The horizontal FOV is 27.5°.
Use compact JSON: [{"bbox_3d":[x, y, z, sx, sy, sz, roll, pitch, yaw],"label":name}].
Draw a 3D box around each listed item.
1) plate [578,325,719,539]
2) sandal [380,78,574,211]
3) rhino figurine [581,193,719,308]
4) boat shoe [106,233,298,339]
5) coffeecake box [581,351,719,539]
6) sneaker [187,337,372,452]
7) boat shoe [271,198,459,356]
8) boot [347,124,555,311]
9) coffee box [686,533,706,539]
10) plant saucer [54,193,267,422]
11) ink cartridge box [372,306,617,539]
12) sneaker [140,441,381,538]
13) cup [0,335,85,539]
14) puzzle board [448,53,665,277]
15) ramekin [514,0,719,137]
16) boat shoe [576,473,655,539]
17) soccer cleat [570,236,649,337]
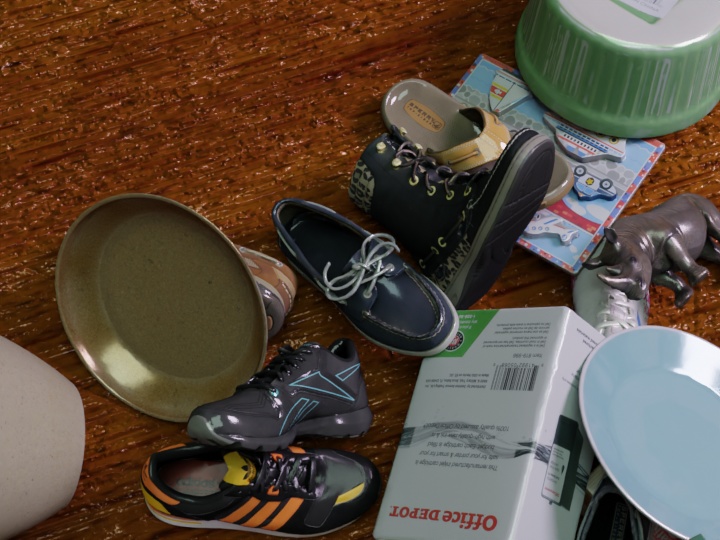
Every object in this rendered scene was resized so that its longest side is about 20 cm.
[{"bbox_3d":[0.253,0.131,1.136,0.197,0.026,0.202,14,47,-15],"label":"plate"},{"bbox_3d":[0.095,-0.115,1.286,0.199,0.054,0.080,36,73,25],"label":"sandal"},{"bbox_3d":[0.253,-0.015,1.240,0.199,0.060,0.088,-19,60,-45],"label":"rhino figurine"},{"bbox_3d":[-0.145,0.001,1.265,0.198,0.076,0.074,21,38,15],"label":"boat shoe"},{"bbox_3d":[0.295,0.173,1.205,0.199,0.073,0.154,-40,76,-14],"label":"coffeecake box"},{"bbox_3d":[-0.065,0.098,1.171,0.075,0.199,0.081,4,95,35],"label":"sneaker"},{"bbox_3d":[0.000,0.000,1.234,0.075,0.062,0.200,-45,56,-6],"label":"boat shoe"},{"bbox_3d":[0.069,-0.074,1.230,0.073,0.205,0.154,-31,66,-36],"label":"boot"},{"bbox_3d":[0.222,0.291,1.092,0.122,0.201,0.044,-25,41,-5],"label":"coffee box"},{"bbox_3d":[-0.159,0.027,1.213,0.199,0.202,0.035,30,31,10],"label":"plant saucer"},{"bbox_3d":[0.108,0.138,1.171,0.145,0.083,0.202,-3,62,45],"label":"ink cartridge box"},{"bbox_3d":[-0.080,0.172,1.186,0.197,0.090,0.071,0,69,-1],"label":"sneaker"},{"bbox_3d":[-0.300,0.134,1.159,0.142,0.200,0.203,7,66,-29],"label":"cup"},{"bbox_3d":[0.148,-0.100,1.310,0.199,0.017,0.151,30,72,22],"label":"puzzle board"},{"bbox_3d":[0.241,-0.226,1.311,0.197,0.098,0.202,2,54,-2],"label":"ramekin"},{"bbox_3d":[0.188,0.254,1.131,0.071,0.068,0.203,15,103,22],"label":"boat shoe"},{"bbox_3d":[0.215,0.048,1.241,0.069,0.087,0.203,4,69,0],"label":"soccer cleat"}]
